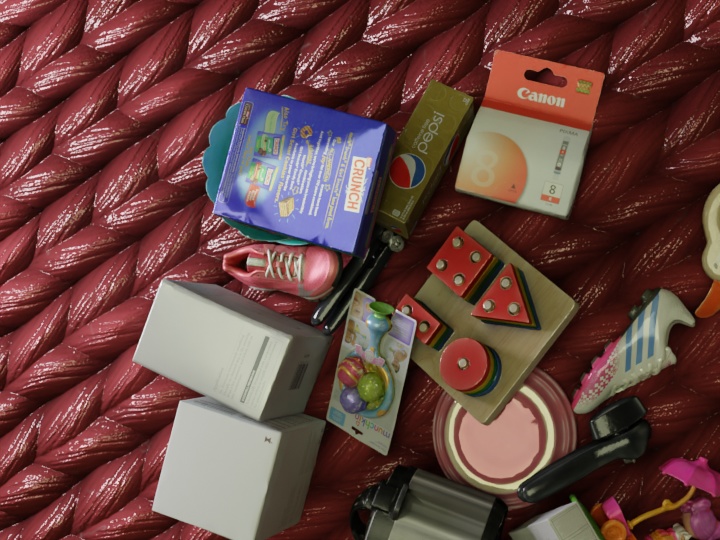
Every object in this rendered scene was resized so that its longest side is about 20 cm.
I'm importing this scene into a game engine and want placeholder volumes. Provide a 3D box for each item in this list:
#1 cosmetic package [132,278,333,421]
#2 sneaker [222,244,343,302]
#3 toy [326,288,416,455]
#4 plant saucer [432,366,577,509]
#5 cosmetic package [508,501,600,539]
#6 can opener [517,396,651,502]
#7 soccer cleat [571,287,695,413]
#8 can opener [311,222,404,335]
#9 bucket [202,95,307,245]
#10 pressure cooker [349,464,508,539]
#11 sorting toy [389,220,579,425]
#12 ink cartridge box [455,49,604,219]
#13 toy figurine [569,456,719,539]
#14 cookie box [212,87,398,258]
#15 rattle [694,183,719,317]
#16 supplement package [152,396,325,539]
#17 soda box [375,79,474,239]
[{"bbox_3d":[-0.170,0.106,1.730,0.198,0.199,0.125,24,93,15],"label":"cosmetic package"},{"bbox_3d":[-0.111,0.000,1.741,0.198,0.086,0.075,-1,80,42],"label":"sneaker"},{"bbox_3d":[0.003,0.139,1.717,0.114,0.047,0.203,27,111,35],"label":"toy"},{"bbox_3d":[0.190,0.219,1.704,0.197,0.051,0.204,-1,88,16],"label":"plant saucer"},{"bbox_3d":[0.249,0.347,1.606,0.050,0.200,0.083,-26,79,-14],"label":"cosmetic package"},{"bbox_3d":[0.289,0.241,1.641,0.198,0.063,0.079,-32,79,-4],"label":"can opener"},{"bbox_3d":[0.355,0.118,1.651,0.086,0.070,0.201,37,97,14],"label":"soccer cleat"},{"bbox_3d":[0.000,0.000,1.757,0.078,0.063,0.202,22,83,58],"label":"can opener"},{"bbox_3d":[-0.104,-0.133,1.755,0.204,0.135,0.211,-1,87,16],"label":"bucket"},{"bbox_3d":[0.079,0.352,1.664,0.197,0.179,0.178,19,104,11],"label":"pressure cooker"},{"bbox_3d":[0.149,0.061,1.678,0.198,0.069,0.201,41,97,32],"label":"sorting toy"},{"bbox_3d":[0.228,-0.185,1.709,0.160,0.050,0.203,15,95,15],"label":"ink cartridge box"},{"bbox_3d":[0.392,0.326,1.616,0.183,0.150,0.202,-31,102,3],"label":"toy figurine"},{"bbox_3d":[-0.070,-0.124,1.636,0.197,0.075,0.174,16,92,15],"label":"cookie box"},{"bbox_3d":[0.481,-0.032,1.591,0.129,0.143,0.202,30,90,-4],"label":"rattle"},{"bbox_3d":[-0.159,0.262,1.721,0.149,0.200,0.154,16,92,15],"label":"supplement package"},{"bbox_3d":[0.080,-0.150,1.712,0.067,0.064,0.202,26,76,15],"label":"soda box"}]
